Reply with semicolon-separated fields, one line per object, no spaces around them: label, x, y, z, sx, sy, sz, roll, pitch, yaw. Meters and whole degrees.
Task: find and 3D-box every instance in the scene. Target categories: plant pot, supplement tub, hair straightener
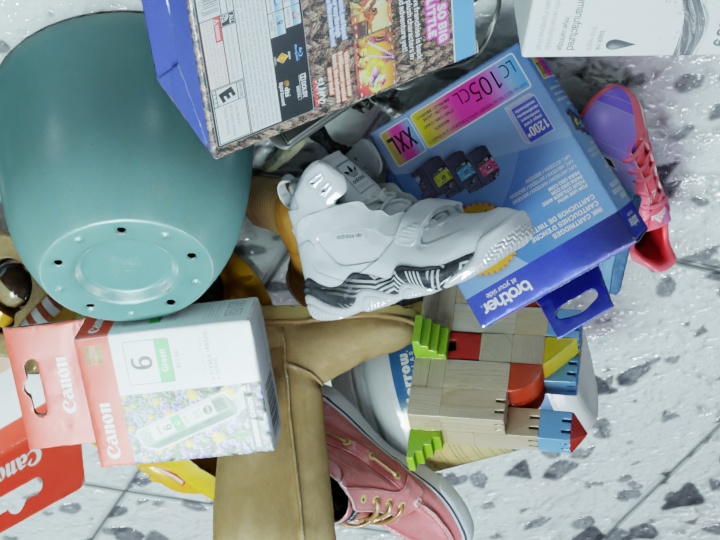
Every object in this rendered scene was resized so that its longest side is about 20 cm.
plant pot;-0.172;-0.061;1.598;0.200;0.161;0.201;-3;145;-2
supplement tub;0.088;0.090;1.851;0.200;0.145;0.145;-16;143;14
hair straightener;0.018;-0.146;1.553;0.200;0.041;0.077;-34;144;-7

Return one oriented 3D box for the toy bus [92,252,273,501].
toy bus;-0.177;0.092;1.788;0.192;0.200;0.136;-11;146;24

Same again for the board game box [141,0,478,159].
board game box;-0.035;-0.191;1.411;0.200;0.097;0.160;-23;138;-16

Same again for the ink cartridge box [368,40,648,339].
ink cartridge box;0.117;-0.051;1.603;0.136;0.200;0.076;-31;-179;17

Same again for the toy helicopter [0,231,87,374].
toy helicopter;-0.227;0.021;1.693;0.200;0.132;0.079;17;-178;18

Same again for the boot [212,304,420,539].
boot;-0.034;0.128;1.704;0.175;0.200;0.066;-1;169;-12

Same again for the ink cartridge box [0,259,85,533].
ink cartridge box;-0.307;0.112;1.785;0.162;0.200;0.050;-30;146;29

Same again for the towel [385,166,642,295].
towel;0.113;-0.046;1.687;0.200;0.049;0.112;17;144;10

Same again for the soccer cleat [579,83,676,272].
soccer cleat;0.210;-0.071;1.690;0.067;0.076;0.200;-40;150;-14

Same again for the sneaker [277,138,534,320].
sneaker;0.024;-0.039;1.551;0.200;0.115;0.075;-18;-173;39

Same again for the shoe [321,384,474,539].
shoe;0.006;0.187;1.788;0.200;0.091;0.071;44;128;-14

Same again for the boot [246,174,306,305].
boot;0.000;-0.001;1.723;0.144;0.071;0.201;20;160;45

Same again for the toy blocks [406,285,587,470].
toy blocks;0.115;0.062;1.723;0.137;0.200;0.100;3;151;10

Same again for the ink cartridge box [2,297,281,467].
ink cartridge box;-0.166;0.087;1.631;0.200;0.050;0.109;-6;110;8

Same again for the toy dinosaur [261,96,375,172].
toy dinosaur;-0.034;-0.122;1.616;0.088;0.047;0.200;28;149;17

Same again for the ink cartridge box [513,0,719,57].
ink cartridge box;0.212;-0.222;1.487;0.200;0.084;0.146;-1;145;-6
